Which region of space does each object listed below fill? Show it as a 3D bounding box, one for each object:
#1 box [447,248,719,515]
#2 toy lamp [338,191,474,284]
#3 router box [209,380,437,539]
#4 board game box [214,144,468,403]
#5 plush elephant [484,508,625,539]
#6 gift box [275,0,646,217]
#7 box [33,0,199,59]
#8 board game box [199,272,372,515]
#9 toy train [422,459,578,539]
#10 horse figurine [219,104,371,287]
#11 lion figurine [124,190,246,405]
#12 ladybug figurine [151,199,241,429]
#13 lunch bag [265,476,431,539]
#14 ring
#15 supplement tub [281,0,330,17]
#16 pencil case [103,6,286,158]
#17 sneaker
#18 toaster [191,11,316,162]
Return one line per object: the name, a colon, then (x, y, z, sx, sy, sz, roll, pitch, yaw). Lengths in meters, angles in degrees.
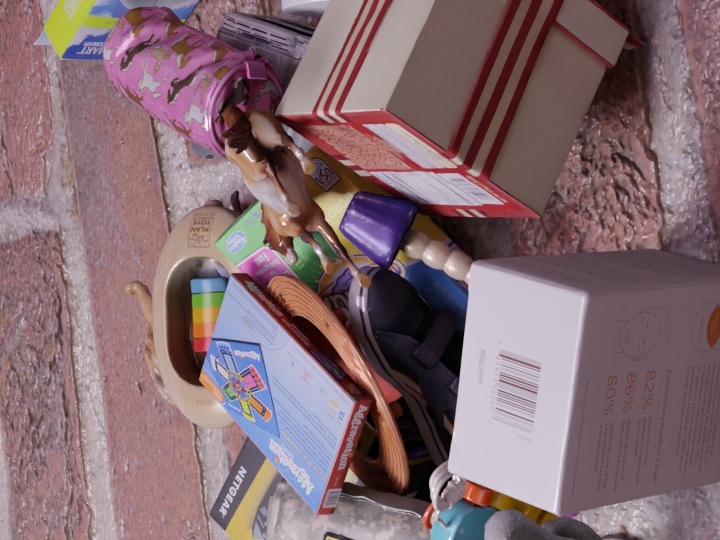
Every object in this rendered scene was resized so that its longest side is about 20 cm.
box: (0.172, 0.071, 1.331, 0.106, 0.200, 0.153, 17, 104, 45)
toy lamp: (0.079, -0.002, 1.459, 0.200, 0.058, 0.058, 25, 116, 4)
router box: (-0.031, 0.185, 1.659, 0.157, 0.052, 0.200, 42, 122, 27)
board game box: (0.000, 0.000, 1.559, 0.200, 0.040, 0.153, 44, 130, -6)
plush elephant: (0.159, 0.271, 1.405, 0.155, 0.199, 0.165, 126, 143, -62)
gift box: (0.082, -0.152, 1.406, 0.200, 0.184, 0.187, 6, 68, 53)
box: (-0.210, -0.264, 1.799, 0.200, 0.122, 0.048, -50, 59, 37)
board game box: (-0.063, 0.094, 1.518, 0.200, 0.019, 0.103, 43, 122, 46)
toy train: (0.108, 0.137, 1.417, 0.056, 0.200, 0.151, 25, 134, 40)
horse figurine: (-0.060, -0.062, 1.437, 0.050, 0.200, 0.133, -37, 45, -8)
lion figurine: (-0.142, 0.031, 1.780, 0.200, 0.072, 0.123, -48, 66, 34)
ladybug figurine: (-0.119, 0.038, 1.696, 0.135, 0.072, 0.201, 1, 91, 36)
lunch bag: (0.013, 0.258, 1.521, 0.164, 0.118, 0.201, 10, 124, 35)
ring: (-0.015, 0.090, 1.522, 0.201, 0.019, 0.201, 52, 160, 28)
supplement tub: (-0.007, -0.312, 1.553, 0.144, 0.144, 0.201, -1, 92, 48)
pencil case: (-0.140, -0.160, 1.598, 0.200, 0.086, 0.083, 30, 152, 50)
sneaker: (0.067, 0.074, 1.498, 0.079, 0.079, 0.200, -9, 127, 36)
toaster: (-0.064, -0.145, 1.653, 0.200, 0.113, 0.130, 25, 107, 49)
